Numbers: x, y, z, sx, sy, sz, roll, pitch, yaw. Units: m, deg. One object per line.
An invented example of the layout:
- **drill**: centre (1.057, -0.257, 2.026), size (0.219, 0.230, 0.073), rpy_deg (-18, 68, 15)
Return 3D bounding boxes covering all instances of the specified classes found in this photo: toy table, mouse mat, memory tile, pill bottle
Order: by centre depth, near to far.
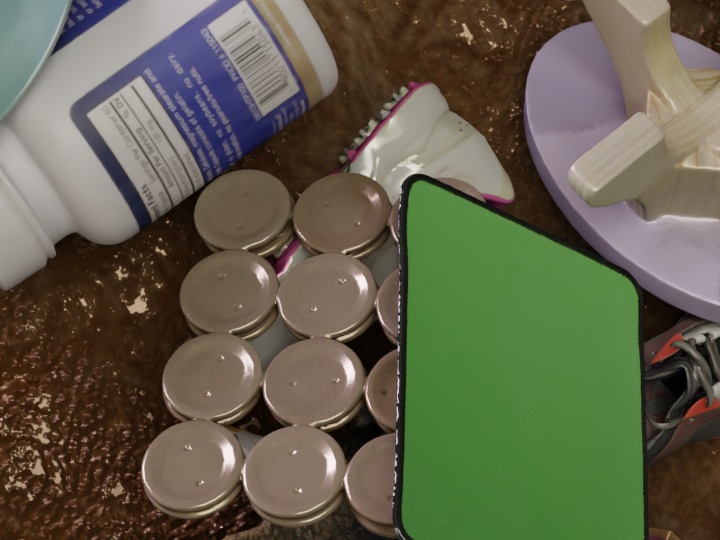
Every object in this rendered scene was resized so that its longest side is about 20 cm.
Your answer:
- **mouse mat**: centre (0.078, 0.063, 1.429), size (0.160, 0.008, 0.201), rpy_deg (24, 52, -33)
- **memory tile**: centre (-0.018, 0.036, 1.448), size (0.152, 0.017, 0.201), rpy_deg (1, 55, 13)
- **pill bottle**: centre (-0.122, -0.084, 1.510), size (0.200, 0.120, 0.120), rpy_deg (-35, 89, -7)
- **toy table**: centre (0.168, -0.072, 1.513), size (0.200, 0.117, 0.184), rpy_deg (34, 66, 15)

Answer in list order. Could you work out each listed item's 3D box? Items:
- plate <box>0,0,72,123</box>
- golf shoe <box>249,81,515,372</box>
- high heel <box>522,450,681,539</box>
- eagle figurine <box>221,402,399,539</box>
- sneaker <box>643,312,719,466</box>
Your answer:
- **plate**: centre (-0.223, -0.140, 1.490), size (0.199, 0.026, 0.201), rpy_deg (-13, 65, 29)
- **golf shoe**: centre (0.000, 0.000, 1.541), size (0.091, 0.075, 0.200), rpy_deg (39, 82, -5)
- **high heel**: centre (0.099, 0.153, 1.492), size (0.067, 0.200, 0.096), rpy_deg (8, 72, 32)
- **eagle figurine**: centre (-0.031, 0.130, 1.490), size (0.150, 0.152, 0.200), rpy_deg (20, 60, 31)
- **sneaker**: centre (0.177, 0.056, 1.549), size (0.200, 0.082, 0.077), rpy_deg (-33, 88, -9)
